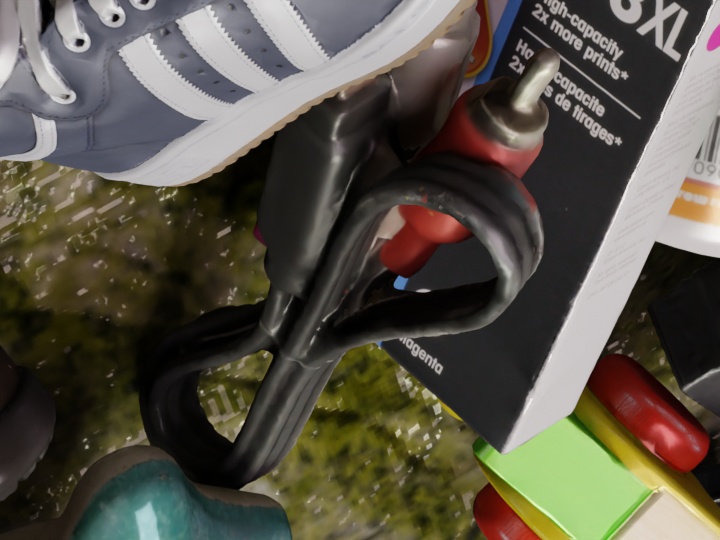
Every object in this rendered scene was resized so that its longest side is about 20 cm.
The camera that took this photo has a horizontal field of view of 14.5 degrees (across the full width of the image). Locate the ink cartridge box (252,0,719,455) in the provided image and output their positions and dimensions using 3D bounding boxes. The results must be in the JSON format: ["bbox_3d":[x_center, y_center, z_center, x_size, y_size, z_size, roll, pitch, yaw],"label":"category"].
[{"bbox_3d":[0.041,-0.056,0.683,0.037,0.095,0.201,-27,150,-44],"label":"ink cartridge box"}]

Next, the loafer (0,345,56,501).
[{"bbox_3d":[-0.174,0.062,0.691,0.199,0.073,0.072,-32,105,-7],"label":"loafer"}]

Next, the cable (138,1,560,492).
[{"bbox_3d":[0.000,0.000,0.706,0.050,0.097,0.200,-33,157,-33],"label":"cable"}]

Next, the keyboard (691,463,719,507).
[{"bbox_3d":[0.121,0.132,0.961,0.103,0.040,0.201,-7,132,1],"label":"keyboard"}]

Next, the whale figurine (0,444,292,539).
[{"bbox_3d":[-0.099,0.132,0.739,0.200,0.104,0.159,-39,146,12],"label":"whale figurine"}]

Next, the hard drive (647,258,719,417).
[{"bbox_3d":[0.200,-0.007,0.842,0.199,0.038,0.140,-32,147,20],"label":"hard drive"}]

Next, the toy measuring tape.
[{"bbox_3d":[0.095,0.084,0.846,0.200,0.074,0.074,41,98,-15],"label":"toy measuring tape"}]

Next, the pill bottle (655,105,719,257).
[{"bbox_3d":[0.106,-0.113,0.698,0.112,0.112,0.201,-11,128,-26],"label":"pill bottle"}]

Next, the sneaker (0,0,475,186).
[{"bbox_3d":[-0.049,-0.073,0.608,0.108,0.071,0.200,5,156,-31],"label":"sneaker"}]
